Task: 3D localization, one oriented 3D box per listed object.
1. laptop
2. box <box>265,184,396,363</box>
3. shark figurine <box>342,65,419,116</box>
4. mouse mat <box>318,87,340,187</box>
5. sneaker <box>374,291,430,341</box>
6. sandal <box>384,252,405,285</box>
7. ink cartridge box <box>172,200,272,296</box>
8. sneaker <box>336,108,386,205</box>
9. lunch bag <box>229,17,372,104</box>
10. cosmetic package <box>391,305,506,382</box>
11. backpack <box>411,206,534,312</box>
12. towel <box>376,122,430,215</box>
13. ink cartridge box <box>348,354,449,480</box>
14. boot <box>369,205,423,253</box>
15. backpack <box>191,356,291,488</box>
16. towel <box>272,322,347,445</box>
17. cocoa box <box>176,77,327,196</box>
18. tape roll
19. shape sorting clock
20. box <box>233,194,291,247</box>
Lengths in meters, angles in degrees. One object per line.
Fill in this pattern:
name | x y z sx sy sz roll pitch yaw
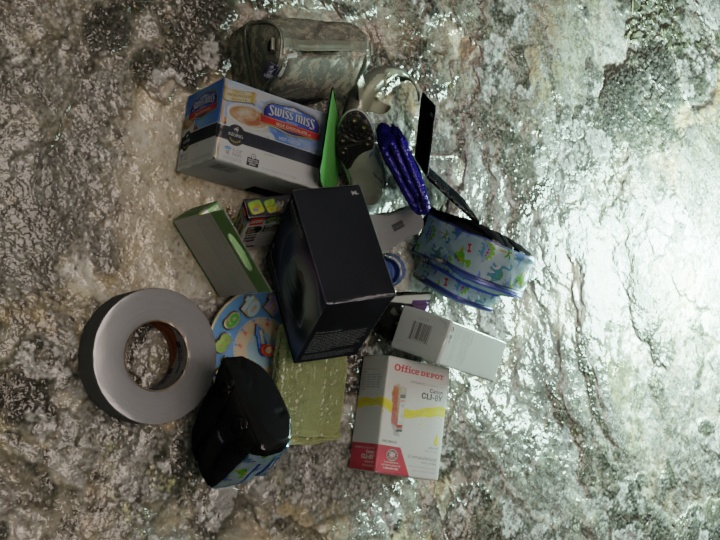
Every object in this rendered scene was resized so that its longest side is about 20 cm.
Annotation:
laptop | 0.159 -0.204 1.814 0.200 0.177 0.103 41 101 -14
box | -0.054 0.006 1.572 0.122 0.199 0.202 -6 62 -24
shark figurine | 0.017 -0.330 1.789 0.214 0.089 0.129 -41 136 -33
mouse mat | -0.049 -0.189 1.683 0.007 0.200 0.163 5 70 7
sneaker | 0.047 0.084 1.784 0.198 0.075 0.089 -1 91 -36
sandal | 0.000 0.000 1.749 0.198 0.087 0.081 -8 92 -34
ink cartridge box | -0.198 -0.033 1.538 0.048 0.199 0.147 -38 106 -30
sneaker | 0.000 -0.202 1.744 0.201 0.071 0.073 75 8 -46
lunch bag | -0.100 -0.351 1.663 0.198 0.167 0.141 -8 89 -35
cosmetic package | 0.159 0.132 1.795 0.199 0.112 0.082 24 84 -48
backpack | 0.206 -0.009 1.829 0.182 0.199 0.149 17 95 -35
towel | 0.080 -0.184 1.770 0.049 0.200 0.149 -28 105 8
ink cartridge box | 0.070 0.257 1.772 0.144 0.083 0.203 15 77 -33
boot | 0.021 -0.058 1.746 0.199 0.095 0.074 -18 86 -50
backpack | -0.184 0.246 1.524 0.153 0.200 0.164 3 48 -47
towel | -0.086 0.187 1.664 0.147 0.036 0.203 4 90 -40
cocoa box | -0.171 -0.205 1.617 0.198 0.133 0.133 14 77 -34
tape roll | -0.318 0.129 1.517 0.198 0.066 0.203 5 82 -36
shape sorting clock | -0.160 0.130 1.648 0.198 0.039 0.203 5 82 -35
box | -0.104 -0.084 1.642 0.198 0.110 0.035 -7 67 -24
